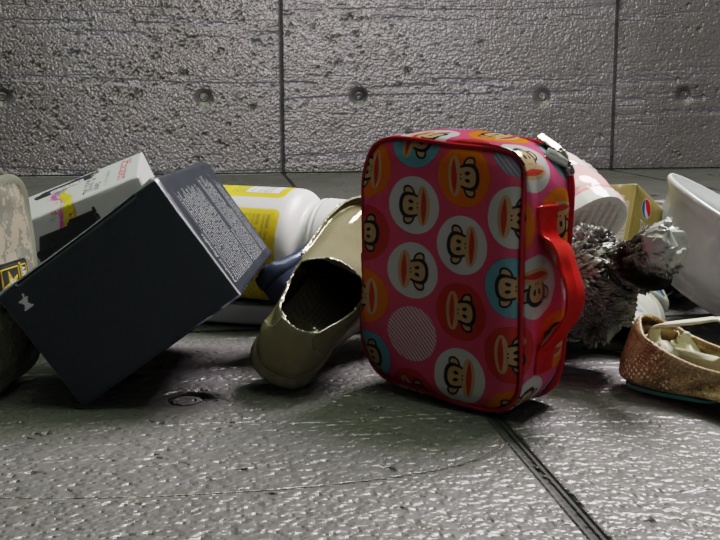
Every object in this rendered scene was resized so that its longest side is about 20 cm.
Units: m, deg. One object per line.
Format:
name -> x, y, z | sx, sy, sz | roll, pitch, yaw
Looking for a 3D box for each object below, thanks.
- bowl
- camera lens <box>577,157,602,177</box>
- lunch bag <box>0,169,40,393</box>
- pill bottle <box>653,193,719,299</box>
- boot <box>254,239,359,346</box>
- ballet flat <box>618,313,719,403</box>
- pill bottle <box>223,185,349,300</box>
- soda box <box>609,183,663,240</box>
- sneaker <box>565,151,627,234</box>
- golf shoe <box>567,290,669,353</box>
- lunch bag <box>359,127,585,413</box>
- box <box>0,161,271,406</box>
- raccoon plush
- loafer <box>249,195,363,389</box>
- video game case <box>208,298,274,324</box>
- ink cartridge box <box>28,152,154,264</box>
bowl -> 0.362, -0.005, 0.984 | 0.201, 0.090, 0.201 | 26, 17, -9
camera lens -> 0.185, -0.059, 1.190 | 0.160, 0.160, 0.200 | 8, 13, 41
lunch bag -> -0.320, 0.004, 0.812 | 0.117, 0.164, 0.200 | -7, 12, -25
pill bottle -> 0.382, -0.030, 1.161 | 0.200, 0.112, 0.112 | -8, 12, -40
boot -> 0.000, 0.000, 0.918 | 0.200, 0.090, 0.073 | -29, -11, -47
ballet flat -> 0.270, 0.069, 0.725 | 0.070, 0.065, 0.200 | -10, 14, -42
pill bottle -> -0.100, -0.027, 1.019 | 0.200, 0.114, 0.114 | 4, 11, 20
soda box -> 0.188, -0.041, 1.001 | 0.200, 0.064, 0.068 | 2, -17, 40
sneaker -> 0.124, -0.041, 0.902 | 0.200, 0.075, 0.105 | -25, 45, 1
golf shoe -> 0.174, 0.022, 0.915 | 0.200, 0.078, 0.097 | 15, 27, 15
lunch bag -> 0.084, -0.001, 0.743 | 0.176, 0.200, 0.082 | 13, 17, 41
box -> -0.170, 0.001, 0.822 | 0.148, 0.107, 0.200 | -35, 7, 7
raccoon plush -> 0.145, 0.008, 0.791 | 0.134, 0.097, 0.200 | -15, -24, -16
loafer -> -0.017, 0.008, 0.822 | 0.076, 0.068, 0.200 | 30, 53, -2
video game case -> -0.064, 0.031, 1.081 | 0.200, 0.022, 0.182 | 3, 10, 14
ink cartridge box -> -0.314, -0.046, 1.112 | 0.200, 0.083, 0.146 | -23, 19, -3
